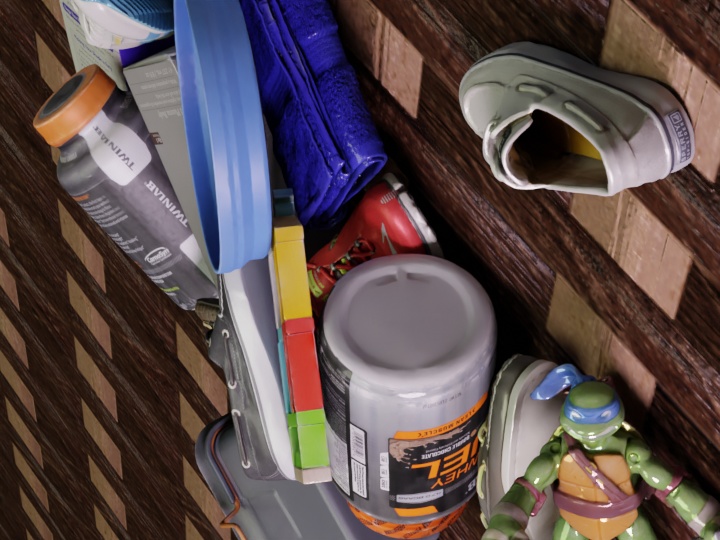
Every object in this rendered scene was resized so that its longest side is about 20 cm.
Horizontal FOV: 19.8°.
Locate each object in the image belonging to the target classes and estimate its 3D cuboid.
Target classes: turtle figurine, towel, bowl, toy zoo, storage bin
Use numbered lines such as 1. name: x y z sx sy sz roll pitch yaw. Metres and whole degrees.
1. turtle figurine: 0.152 0.178 1.266 0.200 0.143 0.195 47 158 41
2. towel: -0.051 -0.135 1.433 0.201 0.049 0.148 69 159 12
3. bowl: -0.094 -0.100 1.413 0.201 0.039 0.202 171 90 -82
4. toy zoo: -0.045 0.044 1.418 0.131 0.020 0.202 142 121 -84
5. storage bin: -0.034 0.185 1.709 0.201 0.145 0.134 60 148 5

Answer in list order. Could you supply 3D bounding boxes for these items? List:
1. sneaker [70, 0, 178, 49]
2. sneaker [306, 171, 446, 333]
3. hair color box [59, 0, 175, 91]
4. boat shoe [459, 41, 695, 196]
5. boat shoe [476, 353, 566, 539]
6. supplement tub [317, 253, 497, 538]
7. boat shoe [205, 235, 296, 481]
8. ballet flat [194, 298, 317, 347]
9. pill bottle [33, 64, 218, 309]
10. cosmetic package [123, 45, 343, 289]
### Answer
1. sneaker: -0.175 -0.194 1.509 0.200 0.080 0.077 -12 -98 -76
2. sneaker: 0.000 0.000 1.469 0.077 0.085 0.200 56 157 12
3. hair color box: -0.198 -0.204 1.701 0.109 0.065 0.201 42 152 42
4. boat shoe: 0.102 -0.079 1.172 0.200 0.070 0.071 25 138 56
5. boat shoe: 0.108 0.127 1.393 0.060 0.072 0.203 35 150 36
6. supplement tub: 0.033 0.093 1.435 0.123 0.122 0.201 48 156 32
7. boat shoe: -0.082 0.059 1.515 0.066 0.070 0.201 -14 94 27
8. ballet flat: -0.040 0.063 1.569 0.199 0.067 0.047 17 100 19
9. pill bottle: -0.171 -0.071 1.657 0.200 0.106 0.106 47 164 -22
10. cosmetic package: -0.093 -0.082 1.581 0.107 0.090 0.201 -4 109 62
